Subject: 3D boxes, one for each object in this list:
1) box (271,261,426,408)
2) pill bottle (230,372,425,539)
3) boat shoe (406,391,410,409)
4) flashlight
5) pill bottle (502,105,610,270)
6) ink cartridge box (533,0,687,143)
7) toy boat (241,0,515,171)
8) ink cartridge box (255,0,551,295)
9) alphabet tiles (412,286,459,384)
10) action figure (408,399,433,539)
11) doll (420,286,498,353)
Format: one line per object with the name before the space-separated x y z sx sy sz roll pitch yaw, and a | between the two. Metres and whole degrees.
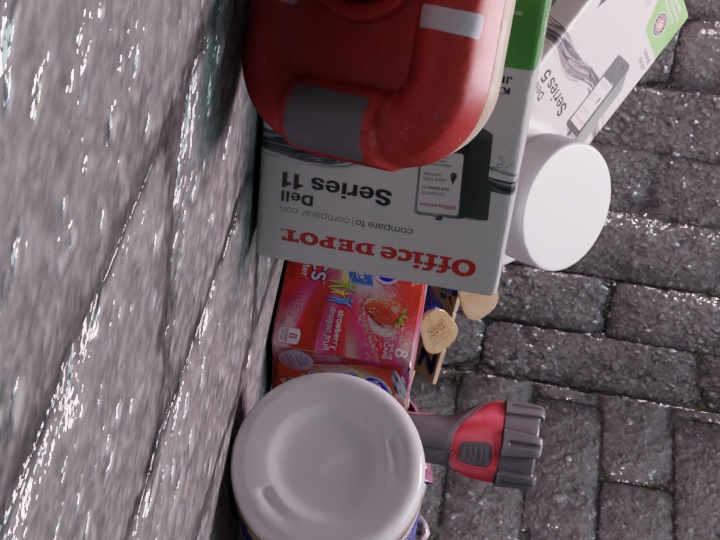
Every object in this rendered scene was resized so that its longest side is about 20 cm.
box | 0.000 0.000 1.244 0.096 0.099 0.201 94 5 -58
pill bottle | -0.021 0.155 1.120 0.200 0.119 0.120 92 8 -65
boat shoe | -0.017 0.070 1.425 0.200 0.071 0.076 -154 -122 -73
flashlight | 0.035 0.117 1.283 0.068 0.199 0.068 94 6 -58
pill bottle | 0.061 -0.066 1.121 0.111 0.200 0.112 -18 119 -38
ink cartridge box | 0.140 -0.164 1.267 0.200 0.084 0.146 -52 150 -7
toy boat | -0.006 -0.146 0.756 0.130 0.130 0.201 -6 107 -57
ink cartridge box | 0.023 -0.095 0.945 0.083 0.146 0.201 -75 172 -51
alphabet tiles | 0.028 0.014 1.523 0.200 0.006 0.167 37 -63 54
action figure | 0.020 0.148 1.476 0.149 0.134 0.200 -55 -175 -30
doll | 0.022 -0.015 1.362 0.200 0.136 0.049 49 -2 47
